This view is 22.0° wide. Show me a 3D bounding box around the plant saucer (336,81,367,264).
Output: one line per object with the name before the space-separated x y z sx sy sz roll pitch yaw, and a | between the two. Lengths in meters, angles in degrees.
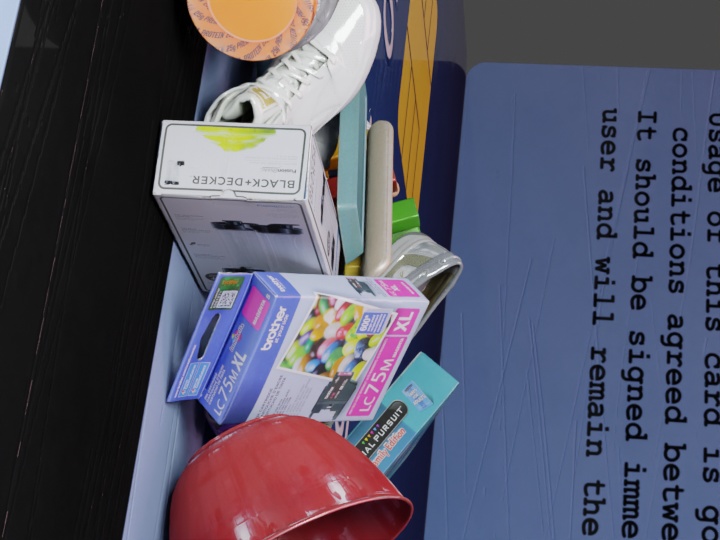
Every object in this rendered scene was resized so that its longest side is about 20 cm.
plant saucer | -0.006 -0.102 1.553 0.070 0.019 0.201 81 9 -48

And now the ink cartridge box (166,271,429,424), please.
ink cartridge box | -0.046 0.061 1.436 0.199 0.042 0.120 5 119 -42

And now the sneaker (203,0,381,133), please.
sneaker | -0.057 -0.142 1.475 0.201 0.073 0.116 -56 172 8

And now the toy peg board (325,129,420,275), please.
toy peg board | -0.001 -0.068 1.845 0.201 0.097 0.201 80 -4 -62

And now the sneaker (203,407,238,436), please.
sneaker | -0.095 0.121 1.544 0.088 0.081 0.201 -16 139 -37

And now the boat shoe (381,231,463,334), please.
boat shoe | 0.019 0.058 1.742 0.203 0.065 0.074 -52 134 -6

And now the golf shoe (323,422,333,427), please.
golf shoe | -0.041 0.083 1.622 0.088 0.077 0.202 7 -91 59

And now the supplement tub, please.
supplement tub | -0.067 -0.242 1.421 0.200 0.121 0.124 -72 163 -61

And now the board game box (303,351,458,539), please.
board game box | -0.007 0.181 1.617 0.200 0.047 0.151 -47 172 -34

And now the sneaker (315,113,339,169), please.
sneaker | -0.048 -0.160 1.642 0.201 0.074 0.100 -92 -155 -60

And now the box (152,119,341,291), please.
box | -0.081 -0.043 1.410 0.200 0.115 0.061 71 23 -68

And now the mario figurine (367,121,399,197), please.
mario figurine | 0.008 -0.131 2.070 0.123 0.105 0.202 -21 110 -44

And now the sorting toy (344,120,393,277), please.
sorting toy | 0.000 0.000 1.615 0.201 0.036 0.186 98 -5 -46

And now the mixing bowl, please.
mixing bowl | -0.069 0.180 1.420 0.109 0.199 0.200 62 -4 22

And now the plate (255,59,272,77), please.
plate | -0.056 -0.245 1.605 0.200 0.025 0.202 -50 -150 44
